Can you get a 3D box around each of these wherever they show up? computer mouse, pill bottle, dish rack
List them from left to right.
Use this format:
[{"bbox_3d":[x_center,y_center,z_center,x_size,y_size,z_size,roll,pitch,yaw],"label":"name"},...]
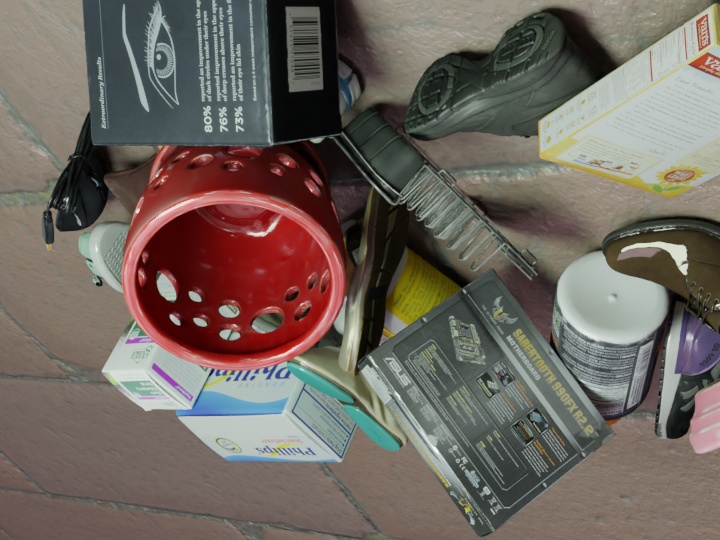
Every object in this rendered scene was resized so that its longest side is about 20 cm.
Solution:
[{"bbox_3d":[-0.306,-0.071,1.412,0.046,0.141,0.200,21,150,-7],"label":"computer mouse"},{"bbox_3d":[0.044,0.042,1.349,0.200,0.115,0.114,37,147,-17],"label":"pill bottle"},{"bbox_3d":[0.072,-0.059,1.165,0.200,0.055,0.153,41,-172,-26],"label":"dish rack"},{"bbox_3d":[0.237,0.077,1.269,0.106,0.107,0.200,17,148,15],"label":"pill bottle"}]

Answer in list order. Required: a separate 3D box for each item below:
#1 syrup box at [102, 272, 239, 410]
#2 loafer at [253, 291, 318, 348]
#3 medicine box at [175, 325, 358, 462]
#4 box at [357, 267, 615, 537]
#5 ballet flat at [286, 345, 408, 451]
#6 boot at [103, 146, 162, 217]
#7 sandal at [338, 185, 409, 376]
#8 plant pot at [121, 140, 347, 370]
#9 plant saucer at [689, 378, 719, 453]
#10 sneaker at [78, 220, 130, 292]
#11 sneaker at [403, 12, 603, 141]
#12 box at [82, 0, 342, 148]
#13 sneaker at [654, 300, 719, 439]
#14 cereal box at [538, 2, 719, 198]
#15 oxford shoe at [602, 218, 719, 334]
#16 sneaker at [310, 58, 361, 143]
[{"bbox_3d":[-0.198,0.055,1.459,0.078,0.201,0.081,-7,137,43],"label":"syrup box"},{"bbox_3d":[-0.093,0.016,1.377,0.075,0.070,0.200,30,-170,-42],"label":"loafer"},{"bbox_3d":[-0.077,0.105,1.446,0.182,0.201,0.103,-8,136,42],"label":"medicine box"},{"bbox_3d":[0.118,0.122,1.224,0.200,0.158,0.048,53,159,7],"label":"box"},{"bbox_3d":[-0.006,0.116,1.337,0.069,0.070,0.200,0,149,36],"label":"ballet flat"},{"bbox_3d":[-0.212,-0.098,1.363,0.166,0.073,0.200,0,144,33],"label":"boot"},{"bbox_3d":[0.000,0.000,1.249,0.054,0.201,0.080,15,-174,23],"label":"sandal"},{"bbox_3d":[-0.112,-0.039,1.206,0.199,0.183,0.201,0,128,-1],"label":"plant pot"},{"bbox_3d":[0.374,0.094,1.146,0.051,0.200,0.201,62,150,11],"label":"plant saucer"},{"bbox_3d":[-0.294,-0.017,1.503,0.118,0.074,0.200,17,170,19],"label":"sneaker"},{"bbox_3d":[0.114,-0.138,1.073,0.091,0.076,0.200,32,154,-29],"label":"sneaker"},{"bbox_3d":[-0.126,-0.180,1.085,0.199,0.104,0.149,5,102,32],"label":"box"},{"bbox_3d":[0.340,0.112,1.282,0.087,0.076,0.200,9,146,15],"label":"sneaker"},{"bbox_3d":[0.250,-0.120,0.983,0.143,0.040,0.200,15,154,-27],"label":"cereal box"},{"bbox_3d":[0.304,0.008,1.139,0.199,0.085,0.073,13,149,23],"label":"oxford shoe"},{"bbox_3d":[-0.105,-0.167,1.172,0.199,0.087,0.075,17,150,17],"label":"sneaker"}]
